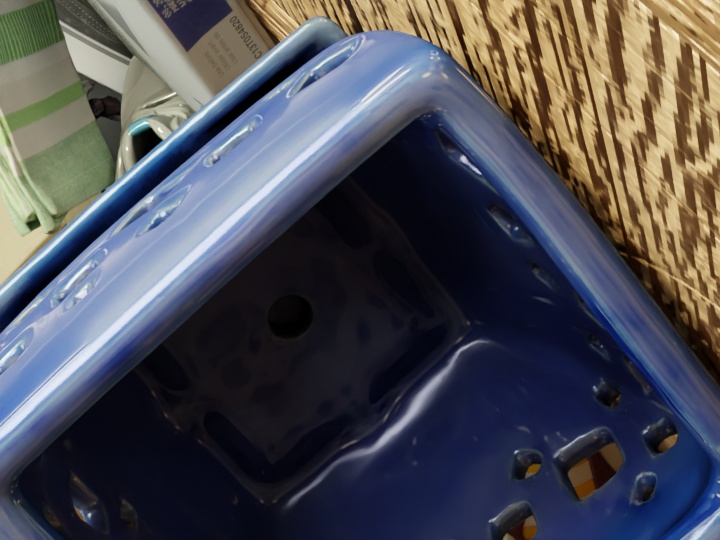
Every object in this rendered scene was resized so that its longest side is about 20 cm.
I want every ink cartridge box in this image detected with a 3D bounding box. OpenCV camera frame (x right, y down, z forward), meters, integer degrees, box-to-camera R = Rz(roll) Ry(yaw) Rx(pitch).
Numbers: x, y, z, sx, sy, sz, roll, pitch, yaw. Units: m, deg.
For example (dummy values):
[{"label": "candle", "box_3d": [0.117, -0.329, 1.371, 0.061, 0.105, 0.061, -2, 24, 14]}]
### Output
[{"label": "ink cartridge box", "box_3d": [-0.112, -0.143, 0.963, 0.200, 0.041, 0.200, 43, 174, 39]}]

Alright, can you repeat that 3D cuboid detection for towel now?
[{"label": "towel", "box_3d": [-0.161, -0.122, 0.985, 0.153, 0.023, 0.200, -62, -46, -75]}]

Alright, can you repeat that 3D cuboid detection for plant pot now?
[{"label": "plant pot", "box_3d": [-0.011, 0.040, 0.730, 0.200, 0.200, 0.180, 48, -178, -22]}]

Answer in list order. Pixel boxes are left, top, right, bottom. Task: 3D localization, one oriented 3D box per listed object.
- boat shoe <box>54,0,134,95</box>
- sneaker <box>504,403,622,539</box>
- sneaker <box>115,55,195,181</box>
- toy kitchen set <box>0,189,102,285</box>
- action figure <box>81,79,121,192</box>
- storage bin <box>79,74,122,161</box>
[{"label": "boat shoe", "box_3d": [-0.154, -0.145, 1.140, 0.200, 0.066, 0.070, 28, -179, -33]}, {"label": "sneaker", "box_3d": [0.058, 0.080, 0.901, 0.075, 0.090, 0.200, 21, 163, 49]}, {"label": "sneaker", "box_3d": [-0.087, -0.058, 1.051, 0.087, 0.075, 0.200, 57, -169, -45]}, {"label": "toy kitchen set", "box_3d": [-0.151, 0.021, 1.144, 0.180, 0.163, 0.200, 12, -137, -50]}, {"label": "action figure", "box_3d": [-0.136, -0.038, 1.214, 0.199, 0.069, 0.130, 12, 137, 1]}, {"label": "storage bin", "box_3d": [-0.190, -0.122, 1.258, 0.200, 0.134, 0.146, 49, 175, -32]}]
